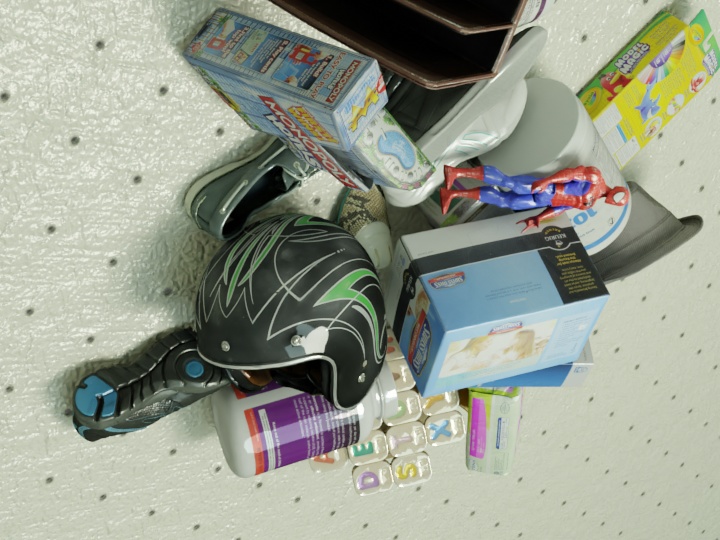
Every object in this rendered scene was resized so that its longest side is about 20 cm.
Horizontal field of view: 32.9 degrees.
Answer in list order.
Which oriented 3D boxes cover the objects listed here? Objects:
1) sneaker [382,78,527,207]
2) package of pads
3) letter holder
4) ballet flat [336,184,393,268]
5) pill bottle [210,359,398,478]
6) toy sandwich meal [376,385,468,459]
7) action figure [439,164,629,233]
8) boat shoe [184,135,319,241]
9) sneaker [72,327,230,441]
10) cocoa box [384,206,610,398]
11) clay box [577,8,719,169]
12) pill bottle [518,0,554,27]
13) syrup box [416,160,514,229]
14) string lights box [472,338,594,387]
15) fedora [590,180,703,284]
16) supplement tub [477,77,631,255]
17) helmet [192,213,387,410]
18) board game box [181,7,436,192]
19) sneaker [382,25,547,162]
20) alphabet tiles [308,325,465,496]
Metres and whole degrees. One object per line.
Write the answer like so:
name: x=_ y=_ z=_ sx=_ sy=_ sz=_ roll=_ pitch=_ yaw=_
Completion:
sneaker: x=0.097 y=-0.155 z=1.307 sx=0.200 sy=0.070 sz=0.080 roll=-40 pitch=133 yaw=-7
package of pads: x=0.175 y=0.131 z=1.535 sx=0.068 sy=0.201 sz=0.155 roll=7 pitch=133 yaw=9
letter holder: x=0.023 y=-0.246 z=1.037 sx=0.142 sy=0.199 sz=0.101 roll=-24 pitch=141 yaw=-55
ballet flat: x=0.000 y=0.000 z=1.352 sx=0.067 sy=0.075 sz=0.201 roll=-5 pitch=126 yaw=-36
pill bottle: x=-0.063 y=0.155 z=1.380 sx=0.198 sy=0.113 sz=0.113 roll=-15 pitch=133 yaw=-16
toy sandwich meal: x=0.068 y=0.180 z=1.565 sx=0.204 sy=0.070 sz=0.206 roll=-22 pitch=135 yaw=-24
action figure: x=0.186 y=-0.080 z=1.287 sx=0.198 sy=0.052 sz=0.066 roll=-1 pitch=138 yaw=-4
boat shoe: x=-0.077 y=-0.094 z=1.217 sx=0.199 sy=0.062 sz=0.073 roll=-32 pitch=139 yaw=-15
sneaker: x=-0.214 y=0.121 z=1.295 sx=0.199 sy=0.074 sz=0.082 roll=-17 pitch=155 yaw=-27
cocoa box: x=0.143 y=0.033 z=1.325 sx=0.198 sy=0.132 sz=0.134 roll=-12 pitch=146 yaw=-19
clay box: x=0.345 y=-0.221 z=1.475 sx=0.200 sy=0.048 sz=0.115 roll=-45 pitch=140 yaw=-1
pill bottle: x=0.121 y=-0.284 z=1.184 sx=0.199 sy=0.112 sz=0.113 roll=-24 pitch=136 yaw=-23
syrup box: x=0.142 y=-0.042 z=1.433 sx=0.081 sy=0.079 sz=0.200 roll=-43 pitch=140 yaw=-1
string lights box: x=0.162 y=0.080 z=1.426 sx=0.198 sy=0.103 sz=0.059 roll=0 pitch=147 yaw=-10
fedora: x=0.325 y=-0.052 z=1.526 sx=0.176 sy=0.091 sz=0.200 roll=-32 pitch=-179 yaw=-6
supplement tub: x=0.223 y=-0.113 z=1.401 sx=0.132 sy=0.132 sz=0.200 roll=-45 pitch=140 yaw=1
helmet: x=-0.071 y=0.039 z=1.235 sx=0.200 sy=0.200 sz=0.191 roll=-39 pitch=134 yaw=-6
board game box: x=-0.032 y=-0.137 z=1.073 sx=0.062 sy=0.199 sz=0.200 roll=-53 pitch=125 yaw=-12
sneaker: x=0.090 y=-0.197 z=1.227 sx=0.200 sy=0.099 sz=0.071 roll=-42 pitch=163 yaw=15
alphabet tiles: x=0.025 y=0.169 z=1.466 sx=0.194 sy=0.015 sz=0.202 roll=-11 pitch=102 yaw=-2
